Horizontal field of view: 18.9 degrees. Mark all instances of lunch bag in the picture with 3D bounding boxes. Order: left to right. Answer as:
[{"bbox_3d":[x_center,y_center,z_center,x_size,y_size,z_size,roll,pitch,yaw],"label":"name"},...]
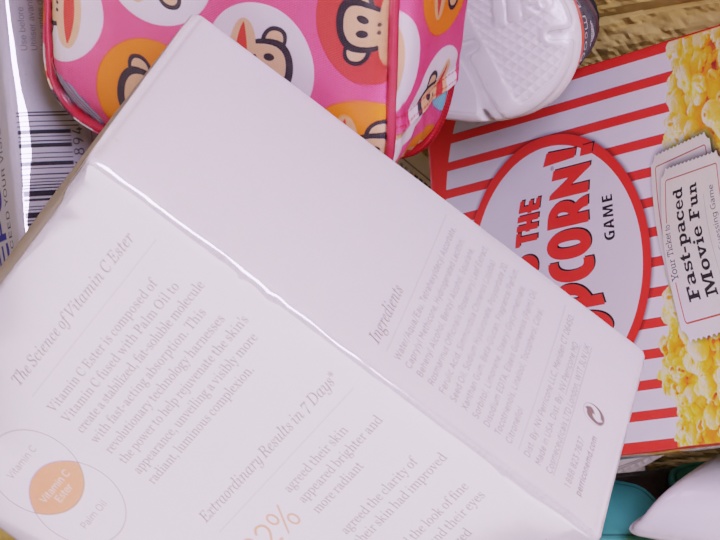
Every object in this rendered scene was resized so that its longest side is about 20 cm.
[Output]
[{"bbox_3d":[-0.047,-0.134,0.761,0.175,0.082,0.201,17,118,18],"label":"lunch bag"}]

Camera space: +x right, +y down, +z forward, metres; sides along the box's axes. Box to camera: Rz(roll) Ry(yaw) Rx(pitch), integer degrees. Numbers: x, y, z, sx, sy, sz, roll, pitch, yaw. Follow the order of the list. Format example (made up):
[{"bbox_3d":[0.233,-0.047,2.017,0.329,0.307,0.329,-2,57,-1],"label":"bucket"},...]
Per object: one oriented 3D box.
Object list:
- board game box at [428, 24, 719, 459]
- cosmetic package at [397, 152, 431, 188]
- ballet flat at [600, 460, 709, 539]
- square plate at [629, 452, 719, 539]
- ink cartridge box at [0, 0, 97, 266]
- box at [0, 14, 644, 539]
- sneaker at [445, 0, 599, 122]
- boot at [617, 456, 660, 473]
[{"bbox_3d":[0.110,-0.004,0.831,0.046,0.153,0.199,2,169,-39],"label":"board game box"},{"bbox_3d":[0.000,0.000,0.975,0.200,0.104,0.073,40,150,-15],"label":"cosmetic package"},{"bbox_3d":[0.119,0.114,0.871,0.199,0.068,0.064,4,126,-26],"label":"ballet flat"},{"bbox_3d":[0.234,0.070,0.827,0.199,0.198,0.029,4,107,38],"label":"square plate"},{"bbox_3d":[-0.164,-0.077,0.907,0.043,0.198,0.200,-5,173,-28],"label":"ink cartridge box"},{"bbox_3d":[-0.031,0.043,0.735,0.200,0.107,0.152,38,125,-7],"label":"box"},{"bbox_3d":[0.003,-0.087,0.854,0.199,0.082,0.078,5,103,25],"label":"sneaker"},{"bbox_3d":[0.118,0.084,1.050,0.095,0.074,0.200,31,157,-25],"label":"boot"}]
